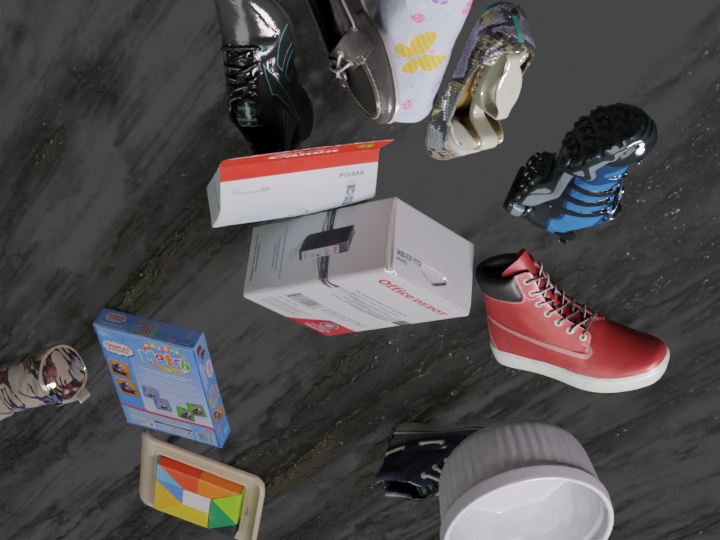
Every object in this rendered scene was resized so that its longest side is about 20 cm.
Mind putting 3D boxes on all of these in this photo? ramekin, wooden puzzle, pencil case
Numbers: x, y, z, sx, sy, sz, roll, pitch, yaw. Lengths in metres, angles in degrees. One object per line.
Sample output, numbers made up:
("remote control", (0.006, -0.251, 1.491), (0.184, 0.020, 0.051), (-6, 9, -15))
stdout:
("ramekin", (0.182, 0.262, 1.633), (0.198, 0.106, 0.201), (-5, 133, -6))
("wooden puzzle", (-0.236, 0.325, 2.067), (0.199, 0.037, 0.186), (23, 141, 8))
("pencil case", (0.050, -0.222, 1.255), (0.082, 0.091, 0.201), (5, 144, -12))
("pencil case", (-0.468, 0.162, 1.998), (0.199, 0.078, 0.090), (-16, 104, 41))

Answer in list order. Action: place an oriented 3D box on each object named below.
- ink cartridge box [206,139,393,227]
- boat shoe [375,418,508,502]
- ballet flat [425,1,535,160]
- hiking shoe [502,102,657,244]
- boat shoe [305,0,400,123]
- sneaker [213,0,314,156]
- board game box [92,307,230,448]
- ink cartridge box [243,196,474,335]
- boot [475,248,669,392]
("ink cartridge box", (-0.059, -0.083, 1.370), (0.158, 0.048, 0.200), (-8, 178, -12))
("boat shoe", (0.111, 0.235, 1.707), (0.199, 0.093, 0.075), (-7, 129, 36))
("ballet flat", (0.109, -0.151, 1.296), (0.072, 0.072, 0.201), (26, 140, 4))
("hiking shoe", (0.219, -0.089, 1.315), (0.086, 0.075, 0.200), (32, 152, -16))
("boat shoe", (-0.022, -0.217, 1.239), (0.067, 0.057, 0.202), (-39, 66, 63))
("sneaker", (-0.098, -0.190, 1.385), (0.075, 0.080, 0.201), (3, 133, 29))
("board game box", (-0.260, 0.144, 1.884), (0.150, 0.037, 0.201), (13, 139, 20))
("ink cartridge box", (0.000, 0.000, 1.487), (0.199, 0.085, 0.144), (-9, 155, 39))
("boot", (0.214, 0.045, 1.458), (0.198, 0.073, 0.145), (10, 136, 28))
